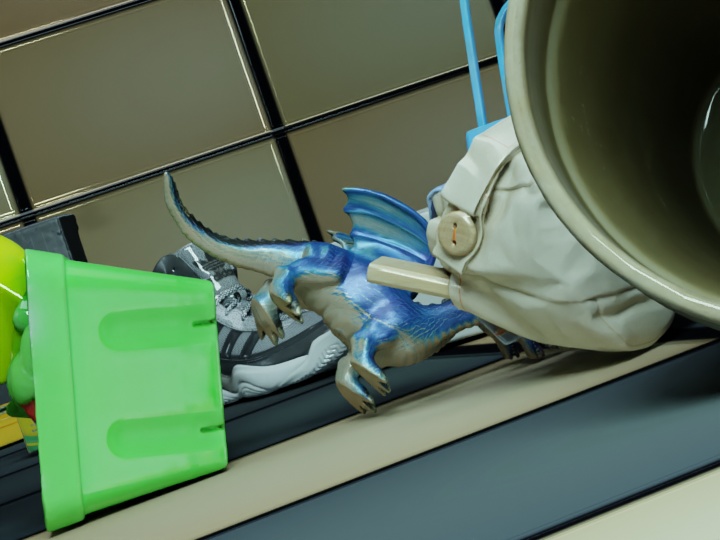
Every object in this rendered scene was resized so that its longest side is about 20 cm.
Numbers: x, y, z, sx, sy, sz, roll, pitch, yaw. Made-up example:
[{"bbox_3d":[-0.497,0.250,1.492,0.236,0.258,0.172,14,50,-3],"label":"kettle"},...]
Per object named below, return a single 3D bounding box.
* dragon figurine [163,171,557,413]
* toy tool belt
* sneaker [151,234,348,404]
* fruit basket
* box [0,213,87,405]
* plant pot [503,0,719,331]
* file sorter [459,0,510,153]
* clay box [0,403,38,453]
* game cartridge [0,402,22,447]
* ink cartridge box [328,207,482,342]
[{"bbox_3d":[0.000,0.000,1.008,0.099,0.200,0.059,-51,-6,-26],"label":"dragon figurine"},{"bbox_3d":[0.102,-0.026,0.948,0.123,0.125,0.200,-5,11,41],"label":"toy tool belt"},{"bbox_3d":[-0.081,0.028,1.409,0.200,0.114,0.075,-18,2,43],"label":"sneaker"},{"bbox_3d":[-0.174,0.048,1.047,0.215,0.156,0.216,-4,0,0],"label":"fruit basket"},{"bbox_3d":[-0.372,0.064,2.167,0.200,0.197,0.117,-19,3,0],"label":"box"},{"bbox_3d":[0.165,-0.062,0.742,0.200,0.200,0.174,-19,-15,10],"label":"plant pot"},{"bbox_3d":[0.153,-0.092,1.083,0.139,0.123,0.200,-19,-30,22],"label":"file sorter"},{"bbox_3d":[-0.181,0.093,1.610,0.200,0.048,0.115,-20,1,25],"label":"clay box"},{"bbox_3d":[-0.354,0.152,1.940,0.176,0.032,0.200,-20,1,-32],"label":"game cartridge"},{"bbox_3d":[0.073,-0.007,1.331,0.144,0.084,0.200,-18,1,16],"label":"ink cartridge box"}]
